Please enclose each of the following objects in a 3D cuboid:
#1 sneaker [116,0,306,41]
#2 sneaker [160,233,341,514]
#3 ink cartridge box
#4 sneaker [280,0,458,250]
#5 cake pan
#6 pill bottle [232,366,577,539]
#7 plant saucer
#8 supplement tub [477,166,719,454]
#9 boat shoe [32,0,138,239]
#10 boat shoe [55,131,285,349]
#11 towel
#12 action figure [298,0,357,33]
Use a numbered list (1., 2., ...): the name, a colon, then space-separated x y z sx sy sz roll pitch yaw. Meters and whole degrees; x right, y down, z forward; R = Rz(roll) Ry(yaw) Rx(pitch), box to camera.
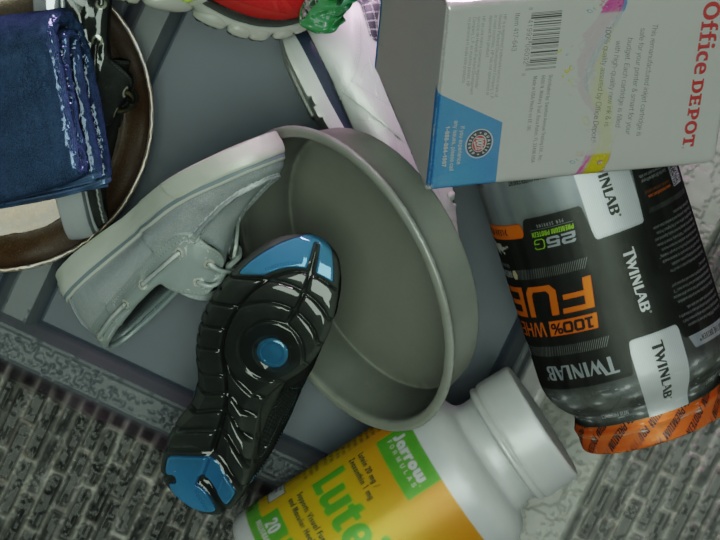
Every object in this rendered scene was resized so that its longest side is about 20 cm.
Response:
1. sneaker: -0.084 -0.193 1.681 0.200 0.077 0.085 5 136 -39
2. sneaker: -0.064 0.052 1.746 0.073 0.082 0.200 30 119 4
3. ink cartridge box: 0.123 -0.141 1.642 0.200 0.125 0.129 -6 129 -14
4. sneaker: 0.026 -0.075 1.760 0.080 0.076 0.200 -29 99 -6
5. cake pan: 0.000 0.000 1.723 0.037 0.200 0.200 -27 100 -32
6. pill bottle: 0.030 0.148 1.770 0.200 0.111 0.111 -34 97 4
7. plant saucer: -0.227 -0.099 1.772 0.200 0.032 0.200 0 98 0
8. supplement tub: 0.152 0.004 1.744 0.122 0.123 0.200 -18 98 2
9. boat shoe: -0.164 -0.119 1.721 0.057 0.069 0.200 -5 97 0
10. boat shoe: -0.105 -0.015 1.730 0.201 0.070 0.072 -35 82 38
11. towel: -0.240 -0.089 1.694 0.200 0.049 0.112 -8 92 33
12. action figure: -0.002 -0.229 1.662 0.055 0.118 0.200 10 115 -7
